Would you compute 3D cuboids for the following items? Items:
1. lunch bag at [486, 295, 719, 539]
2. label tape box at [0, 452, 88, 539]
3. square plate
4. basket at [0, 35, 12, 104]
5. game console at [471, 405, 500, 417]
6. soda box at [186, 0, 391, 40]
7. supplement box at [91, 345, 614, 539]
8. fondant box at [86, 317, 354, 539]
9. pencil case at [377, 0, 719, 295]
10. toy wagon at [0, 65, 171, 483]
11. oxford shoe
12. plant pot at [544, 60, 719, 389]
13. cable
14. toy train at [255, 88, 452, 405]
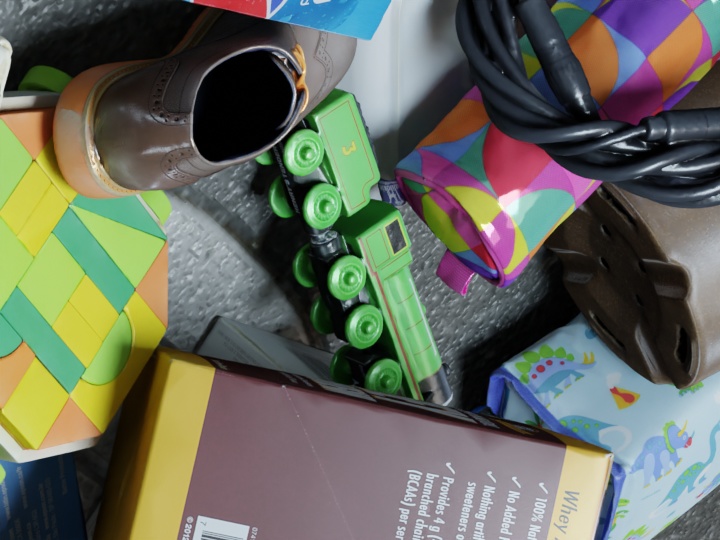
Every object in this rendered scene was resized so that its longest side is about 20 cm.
[{"bbox_3d":[0.158,0.102,1.458,0.170,0.127,0.200,-34,149,-26],"label":"lunch bag"},{"bbox_3d":[-0.220,0.129,1.080,0.200,0.066,0.143,-30,141,-27],"label":"label tape box"},{"bbox_3d":[0.065,-0.129,1.212,0.198,0.028,0.200,-32,143,-27],"label":"square plate"},{"bbox_3d":[-0.251,-0.025,0.806,0.198,0.161,0.200,-11,131,-47],"label":"basket"},{"bbox_3d":[0.034,0.204,1.350,0.171,0.118,0.200,-38,162,-46],"label":"game console"},{"bbox_3d":[-0.062,-0.148,0.998,0.200,0.068,0.064,5,118,-53],"label":"soda box"},{"bbox_3d":[-0.018,0.150,1.095,0.200,0.133,0.197,13,88,-11],"label":"supplement box"},{"bbox_3d":[-0.070,0.132,1.273,0.200,0.058,0.144,-56,148,9],"label":"fondant box"},{"bbox_3d":[0.102,-0.081,1.196,0.200,0.088,0.088,-45,147,-12],"label":"pencil case"},{"bbox_3d":[-0.152,-0.010,0.998,0.155,0.040,0.200,-60,138,-26],"label":"toy wagon"},{"bbox_3d":[-0.045,-0.076,1.049,0.200,0.073,0.071,-37,120,-52],"label":"oxford shoe"},{"bbox_3d":[0.215,-0.047,1.340,0.198,0.200,0.200,-30,142,-18],"label":"plant pot"},{"bbox_3d":[0.149,-0.111,1.138,0.051,0.200,0.163,131,-17,-75],"label":"cable"},{"bbox_3d":[0.000,0.000,1.192,0.056,0.042,0.200,-35,122,-26],"label":"toy train"}]
